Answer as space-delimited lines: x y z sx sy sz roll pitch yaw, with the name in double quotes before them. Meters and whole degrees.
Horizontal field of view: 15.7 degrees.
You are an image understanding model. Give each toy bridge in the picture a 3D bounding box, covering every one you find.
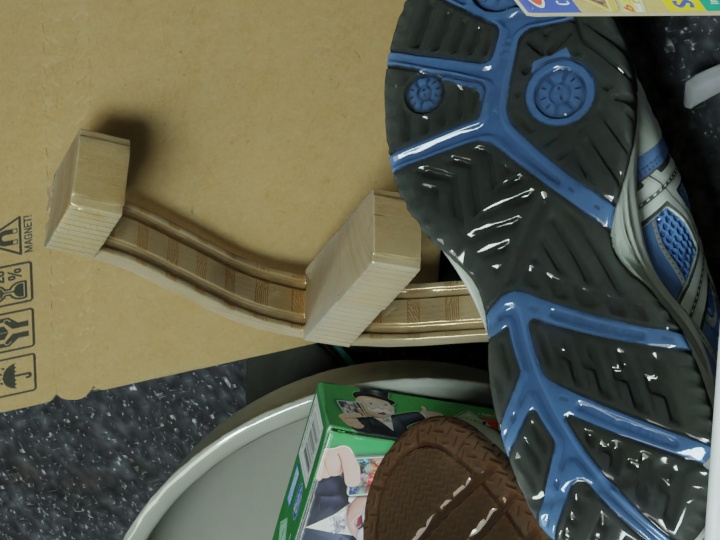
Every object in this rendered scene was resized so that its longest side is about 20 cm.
"toy bridge" 0.000 0.000 0.797 0.199 0.027 0.067 10 152 -19

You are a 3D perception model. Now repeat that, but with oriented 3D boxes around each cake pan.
"cake pan" 0.011 0.111 0.873 0.199 0.037 0.201 -4 122 -6

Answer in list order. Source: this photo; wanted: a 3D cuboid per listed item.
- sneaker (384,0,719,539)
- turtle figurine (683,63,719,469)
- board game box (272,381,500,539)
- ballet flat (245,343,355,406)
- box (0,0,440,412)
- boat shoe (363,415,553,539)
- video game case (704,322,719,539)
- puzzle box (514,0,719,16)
"sneaker" 0.059 -0.007 0.752 0.075 0.077 0.201 -16 73 16
"turtle figurine" 0.168 -0.036 0.639 0.199 0.144 0.194 25 134 13
"board game box" 0.027 0.135 0.851 0.134 0.029 0.201 9 119 -14
"ballet flat" -0.003 0.118 0.934 0.068 0.068 0.201 -1 121 42
"box" -0.047 -0.050 0.790 0.021 0.163 0.201 -121 26 -46
"boat shoe" 0.067 0.132 0.741 0.075 0.075 0.203 -41 56 26
"video game case" 0.164 0.070 0.594 0.182 0.022 0.201 13 112 31
"puzzle box" 0.040 -0.136 0.632 0.133 0.025 0.200 6 147 48
